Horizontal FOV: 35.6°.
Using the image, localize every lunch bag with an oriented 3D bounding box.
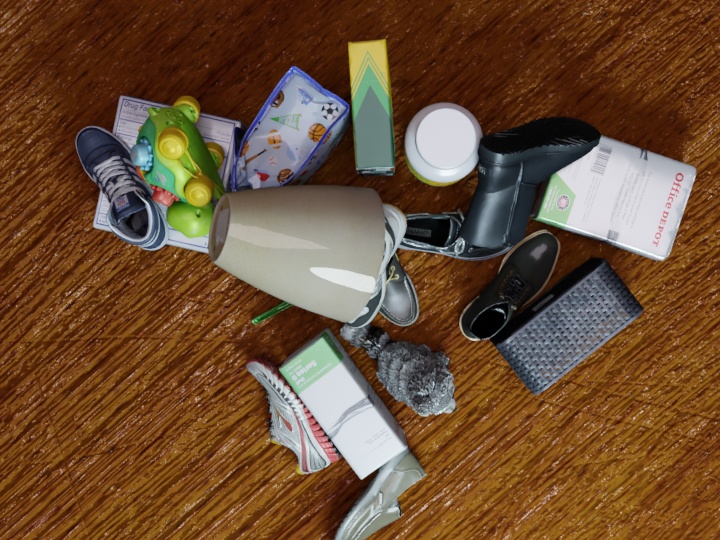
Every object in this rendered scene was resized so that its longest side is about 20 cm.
[{"bbox_3d":[-0.112,-0.179,1.620,0.124,0.170,0.200,35,93,2],"label":"lunch bag"}]

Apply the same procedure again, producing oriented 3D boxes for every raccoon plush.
[{"bbox_3d":[0.052,0.150,1.643,0.199,0.134,0.097,20,93,1],"label":"raccoon plush"}]

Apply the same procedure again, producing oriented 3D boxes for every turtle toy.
[{"bbox_3d":[-0.248,-0.135,1.540,0.101,0.146,0.201,-19,118,13],"label":"turtle toy"}]

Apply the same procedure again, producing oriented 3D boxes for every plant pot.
[{"bbox_3d":[-0.095,-0.040,1.503,0.199,0.187,0.188,12,92,-23],"label":"plant pot"}]

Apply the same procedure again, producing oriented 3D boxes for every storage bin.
[{"bbox_3d":[0.297,0.078,1.633,0.200,0.135,0.094,-38,91,2],"label":"storage bin"}]

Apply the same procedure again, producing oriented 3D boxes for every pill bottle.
[{"bbox_3d":[0.117,-0.180,1.599,0.110,0.200,0.112,0,92,2],"label":"pill bottle"}]

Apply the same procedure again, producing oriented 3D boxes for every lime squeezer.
[{"bbox_3d":[-0.076,0.038,1.664,0.199,0.071,0.038,-12,102,41],"label":"lime squeezer"}]

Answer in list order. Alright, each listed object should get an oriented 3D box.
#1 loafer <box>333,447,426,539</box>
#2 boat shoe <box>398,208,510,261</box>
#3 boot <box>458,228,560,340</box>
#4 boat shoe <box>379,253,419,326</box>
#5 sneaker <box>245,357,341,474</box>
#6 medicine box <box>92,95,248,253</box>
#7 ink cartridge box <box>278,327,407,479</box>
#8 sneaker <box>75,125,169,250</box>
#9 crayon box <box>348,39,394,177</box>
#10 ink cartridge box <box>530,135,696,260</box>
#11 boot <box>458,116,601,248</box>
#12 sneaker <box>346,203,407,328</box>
[{"bbox_3d":[0.028,0.357,1.680,0.070,0.075,0.200,36,92,4],"label":"loafer"},{"bbox_3d":[0.139,-0.056,1.658,0.198,0.068,0.074,9,88,-9],"label":"boat shoe"},{"bbox_3d":[0.227,0.028,1.633,0.077,0.138,0.200,37,91,0],"label":"boot"},{"bbox_3d":[0.024,-0.004,1.676,0.072,0.061,0.202,-31,91,2],"label":"boat shoe"},{"bbox_3d":[-0.114,0.218,1.679,0.082,0.078,0.200,-34,90,4],"label":"sneaker"},{"bbox_3d":[-0.277,-0.140,1.660,0.181,0.103,0.201,13,92,1],"label":"medicine box"},{"bbox_3d":[-0.024,0.192,1.641,0.084,0.146,0.200,-36,90,2],"label":"ink cartridge box"},{"bbox_3d":[-0.337,-0.118,1.556,0.070,0.109,0.200,-33,91,2],"label":"sneaker"},{"bbox_3d":[0.018,-0.226,1.600,0.058,0.200,0.174,-3,92,2],"label":"crayon box"},{"bbox_3d":[0.371,-0.113,1.651,0.199,0.084,0.147,19,92,1],"label":"ink cartridge box"},{"bbox_3d":[0.235,-0.122,1.583,0.199,0.076,0.169,-15,135,-26],"label":"boot"},{"bbox_3d":[0.000,0.000,1.607,0.075,0.088,0.201,23,117,15],"label":"sneaker"}]
